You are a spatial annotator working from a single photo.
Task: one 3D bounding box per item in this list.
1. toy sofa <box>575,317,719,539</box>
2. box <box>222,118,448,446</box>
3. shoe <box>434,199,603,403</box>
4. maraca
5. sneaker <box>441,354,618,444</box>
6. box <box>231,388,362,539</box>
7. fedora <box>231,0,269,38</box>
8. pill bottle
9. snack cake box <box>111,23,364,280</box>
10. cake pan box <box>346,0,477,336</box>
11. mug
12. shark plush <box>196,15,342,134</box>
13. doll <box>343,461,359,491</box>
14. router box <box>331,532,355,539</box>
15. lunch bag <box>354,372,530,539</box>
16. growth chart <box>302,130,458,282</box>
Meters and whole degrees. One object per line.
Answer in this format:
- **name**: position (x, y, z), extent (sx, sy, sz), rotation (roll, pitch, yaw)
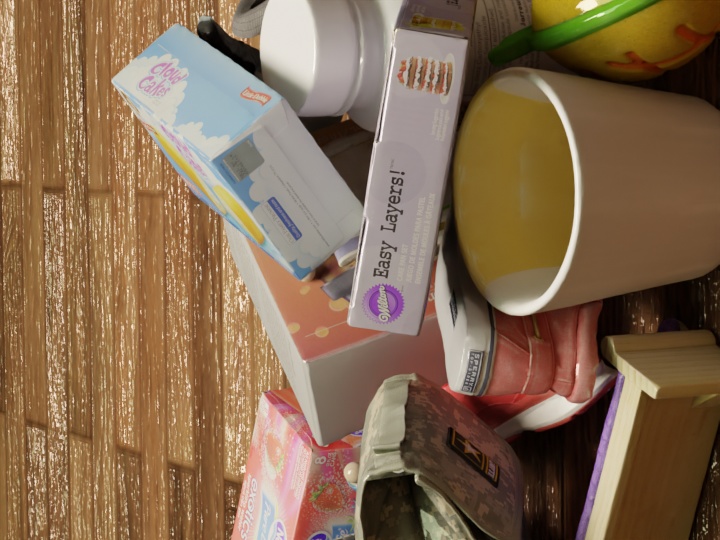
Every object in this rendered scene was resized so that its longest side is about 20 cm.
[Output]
- **toy sofa**: position (0.175, 0.133, 1.629), extent (0.098, 0.083, 0.200), rotation (44, 130, 50)
- **box**: position (0.000, 0.000, 1.844), extent (0.106, 0.152, 0.200), rotation (81, 166, -51)
- **shoe**: position (0.101, 0.018, 1.642), extent (0.200, 0.091, 0.072), rotation (-93, 14, -58)
- **maraca**: position (0.158, -0.169, 1.586), extent (0.200, 0.137, 0.107), rotation (-15, 102, 60)
- **sneaker**: position (0.085, 0.062, 1.758), extent (0.200, 0.078, 0.116), rotation (-28, 96, 46)
- **box**: position (-0.034, 0.198, 2.006), extent (0.095, 0.103, 0.200), rotation (48, 132, 50)
- **fedora**: position (-0.006, -0.208, 1.899), extent (0.090, 0.177, 0.200), rotation (50, 173, -12)
- **pill bottle**: position (0.040, -0.150, 1.731), extent (0.114, 0.200, 0.114), rotation (11, 102, 63)
- **snack cake box**: position (-0.084, -0.084, 1.734), extent (0.115, 0.067, 0.200), rotation (53, 173, -30)
- **cake pan box**: position (0.033, -0.074, 1.586), extent (0.184, 0.052, 0.200), rotation (-68, -12, -73)
- **mug**: position (0.151, -0.061, 1.582), extent (0.187, 0.153, 0.149), rotation (58, 141, 44)
- **shark plush**: position (-0.074, -0.134, 1.873), extent (0.091, 0.200, 0.083), rotation (-48, 59, 19)
- **doll**: position (0.045, 0.185, 1.867), extent (0.136, 0.048, 0.200), rotation (43, 169, -5)
- **router box**: position (0.011, 0.274, 1.848), extent (0.200, 0.062, 0.150), rotation (51, -158, -76)
- **lunch bag**: position (0.053, 0.178, 1.668), extent (0.164, 0.118, 0.200), rotation (-78, -26, -70)
- **growth chart**: position (0.033, -0.057, 1.793), extent (0.018, 0.200, 0.145), rotation (70, -174, -52)
